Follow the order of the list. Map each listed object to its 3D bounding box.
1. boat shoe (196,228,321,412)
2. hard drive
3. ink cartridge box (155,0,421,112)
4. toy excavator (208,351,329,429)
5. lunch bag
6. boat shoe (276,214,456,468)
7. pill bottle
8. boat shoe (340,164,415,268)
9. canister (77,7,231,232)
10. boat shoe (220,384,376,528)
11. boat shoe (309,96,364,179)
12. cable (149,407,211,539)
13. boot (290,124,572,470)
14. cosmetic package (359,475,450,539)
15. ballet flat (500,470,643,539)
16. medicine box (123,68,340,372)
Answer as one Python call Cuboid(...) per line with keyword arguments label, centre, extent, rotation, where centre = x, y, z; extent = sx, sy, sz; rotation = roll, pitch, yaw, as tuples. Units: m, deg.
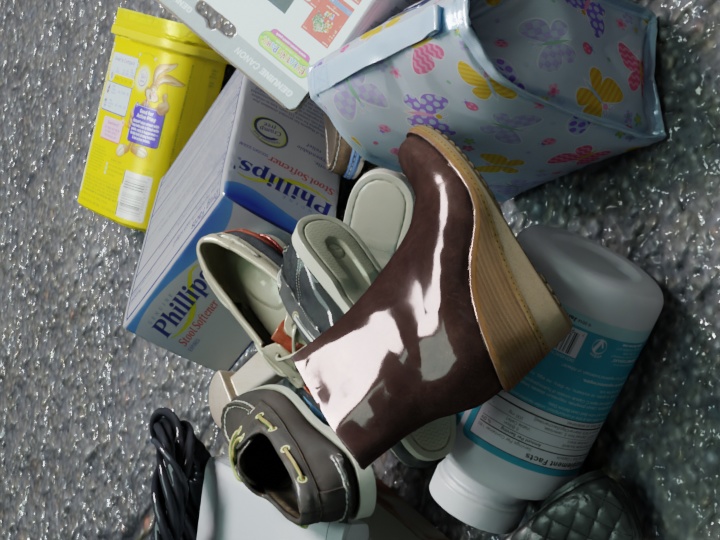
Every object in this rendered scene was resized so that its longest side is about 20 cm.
Cuboid(label="boat shoe", centre=(-0.048, 0.043, 1.231), extent=(0.071, 0.062, 0.200), rotation=(-51, 60, 20))
Cuboid(label="hard drive", centre=(-0.067, 0.230, 1.279), extent=(0.200, 0.027, 0.133), rotation=(15, 99, 55))
Cuboid(label="ink cartridge box", centre=(-0.054, -0.238, 1.271), extent=(0.200, 0.084, 0.176), rotation=(41, 101, 18))
Cuboid(label="toy excavator", centre=(-0.020, 0.076, 1.321), extent=(0.200, 0.100, 0.195), rotation=(37, 109, 42))
Cuboid(label="lunch bag", centre=(0.087, -0.139, 1.175), extent=(0.169, 0.199, 0.128), rotation=(-22, 64, 48))
Cuboid(label="boat shoe", centre=(0.002, 0.056, 1.156), extent=(0.068, 0.072, 0.201), rotation=(-53, 55, 35))
Cuboid(label="pill bottle", centre=(0.118, 0.078, 1.153), extent=(0.111, 0.110, 0.201), rotation=(45, 116, 48))
Cuboid(label="boat shoe", centre=(0.000, 0.000, 1.368), extent=(0.060, 0.071, 0.201), rotation=(-62, -8, -63))
Cuboid(label="canister", centre=(-0.203, -0.146, 1.648), extent=(0.148, 0.086, 0.201), rotation=(23, 101, 52))
Cuboid(label="boat shoe", centre=(-0.062, 0.134, 1.236), extent=(0.201, 0.060, 0.072), rotation=(22, 118, 58))
Cuboid(label="boat shoe", centre=(-0.029, -0.172, 1.343), extent=(0.072, 0.072, 0.201), rotation=(139, 130, -75))
Cuboid(label="cable", centre=(-0.156, 0.206, 1.373), extent=(0.200, 0.050, 0.164), rotation=(91, -174, -56))
Cuboid(label="boot", centre=(0.024, 0.011, 1.086), extent=(0.166, 0.072, 0.201), rotation=(-31, 57, 0))
Cuboid(label="cosmetic package", centre=(-0.004, 0.224, 1.290), extent=(0.200, 0.087, 0.104), rotation=(37, 114, 51))
Cuboid(label="ballet flat", centre=(0.116, 0.212, 1.161), extent=(0.200, 0.066, 0.057), rotation=(-50, 55, 34))
Cuboid(label="medicine box", centre=(-0.102, -0.050, 1.415), extent=(0.182, 0.103, 0.201), rotation=(-49, 23, 38))
